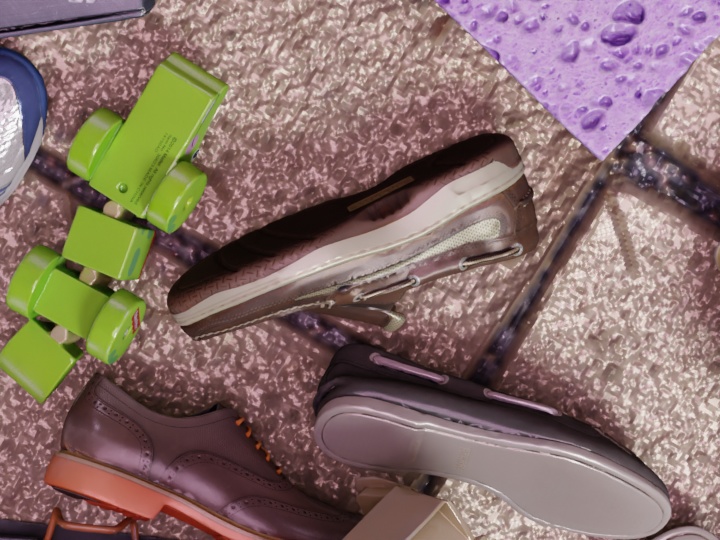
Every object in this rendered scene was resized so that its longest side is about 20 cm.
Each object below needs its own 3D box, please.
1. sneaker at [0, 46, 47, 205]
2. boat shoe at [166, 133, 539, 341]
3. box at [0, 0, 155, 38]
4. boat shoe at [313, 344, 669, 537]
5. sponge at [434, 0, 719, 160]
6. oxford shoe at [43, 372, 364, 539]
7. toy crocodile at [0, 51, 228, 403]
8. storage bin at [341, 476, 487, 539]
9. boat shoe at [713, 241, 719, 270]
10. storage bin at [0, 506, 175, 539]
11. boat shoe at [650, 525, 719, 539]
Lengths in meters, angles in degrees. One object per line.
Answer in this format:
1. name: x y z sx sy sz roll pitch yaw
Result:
1. sneaker: -0.242 -0.034 1.058 0.200 0.088 0.075 -44 96 7
2. boat shoe: 0.000 0.002 1.072 0.201 0.075 0.075 -23 107 5
3. box: -0.198 -0.219 1.037 0.157 0.051 0.201 -7 102 3
4. boat shoe: 0.073 0.087 1.089 0.199 0.057 0.067 17 136 -7
5. sponge: 0.090 -0.166 1.057 0.200 0.030 0.112 42 99 -8
6. oxford shoe: -0.065 0.113 1.097 0.199 0.071 0.073 20 78 -15
7. toy crocodile: -0.130 -0.019 1.076 0.067 0.062 0.201 27 96 9
8. storage bin: -0.008 0.240 1.025 0.200 0.093 0.199 -41 123 -31
9. boat shoe: 0.224 0.023 1.045 0.073 0.063 0.201 -14 74 35
10. storage bin: -0.153 0.211 1.084 0.199 0.134 0.146 7 102 -2
11. boat shoe: 0.143 0.227 1.132 0.067 0.057 0.201 31 97 16
